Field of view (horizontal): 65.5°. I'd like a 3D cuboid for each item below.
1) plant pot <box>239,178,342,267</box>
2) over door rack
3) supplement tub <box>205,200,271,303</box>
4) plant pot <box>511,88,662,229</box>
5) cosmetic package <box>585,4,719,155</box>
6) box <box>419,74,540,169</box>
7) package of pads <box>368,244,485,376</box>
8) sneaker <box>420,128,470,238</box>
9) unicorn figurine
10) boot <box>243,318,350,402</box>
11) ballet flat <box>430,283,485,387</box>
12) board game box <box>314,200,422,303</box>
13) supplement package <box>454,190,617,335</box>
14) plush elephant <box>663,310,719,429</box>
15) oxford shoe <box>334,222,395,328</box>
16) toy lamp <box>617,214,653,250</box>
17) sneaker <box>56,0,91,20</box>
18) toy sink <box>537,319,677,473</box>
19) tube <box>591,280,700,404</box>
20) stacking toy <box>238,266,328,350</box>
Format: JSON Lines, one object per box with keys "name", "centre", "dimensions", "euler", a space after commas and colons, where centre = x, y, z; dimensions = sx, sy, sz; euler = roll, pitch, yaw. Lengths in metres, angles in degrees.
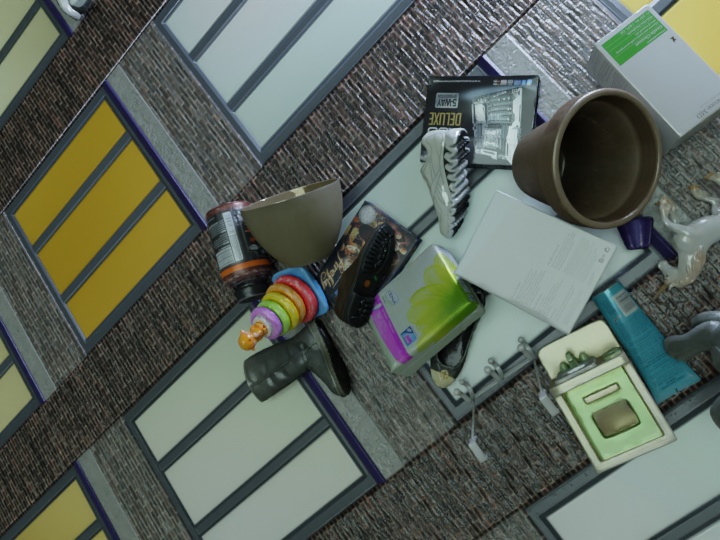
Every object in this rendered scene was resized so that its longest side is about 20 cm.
{"name": "plant pot", "centre": [-0.118, -0.084, 1.083], "dimensions": [0.199, 0.200, 0.135], "euler": [-11, 105, 21]}
{"name": "over door rack", "centre": [0.229, 0.196, 0.919], "dimensions": [0.148, 0.200, 0.067], "euler": [-40, 102, 17]}
{"name": "supplement tub", "centre": [-0.248, -0.036, 1.168], "dimensions": [0.106, 0.107, 0.202], "euler": [-21, 82, 20]}
{"name": "plant pot", "centre": [0.331, -0.171, 0.883], "dimensions": [0.199, 0.174, 0.202], "euler": [-3, 100, -19]}
{"name": "cosmetic package", "centre": [0.470, -0.300, 0.888], "dimensions": [0.107, 0.085, 0.201], "euler": [-37, 75, 5]}
{"name": "box", "centre": [0.215, -0.267, 1.015], "dimensions": [0.198, 0.050, 0.159], "euler": [8, 93, 22]}
{"name": "package of pads", "centre": [0.109, 0.069, 1.007], "dimensions": [0.200, 0.068, 0.155], "euler": [-43, 48, 21]}
{"name": "sneaker", "centre": [0.150, -0.156, 1.004], "dimensions": [0.081, 0.075, 0.202], "euler": [11, 119, 29]}
{"name": "unicorn figurine", "centre": [0.522, -0.061, 0.872], "dimensions": [0.199, 0.074, 0.138], "euler": [-30, 77, 19]}
{"name": "boot", "centre": [-0.133, 0.213, 1.133], "dimensions": [0.199, 0.073, 0.183], "euler": [-33, 63, 11]}
{"name": "ballet flat", "centre": [0.172, 0.119, 1.015], "dimensions": [0.066, 0.057, 0.202], "euler": [18, 96, 4]}
{"name": "board game box", "centre": [0.010, -0.016, 1.099], "dimensions": [0.135, 0.035, 0.201], "euler": [37, 102, 19]}
{"name": "supplement package", "centre": [0.289, -0.014, 0.924], "dimensions": [0.199, 0.150, 0.153], "euler": [29, 100, 20]}
{"name": "plush elephant", "centre": [0.583, 0.113, 0.811], "dimensions": [0.165, 0.154, 0.201], "euler": [-112, 34, -46]}
{"name": "oxford shoe", "centre": [0.000, 0.000, 1.046], "dimensions": [0.084, 0.072, 0.201], "euler": [18, 81, 51]}
{"name": "toy lamp", "centre": [0.440, -0.135, 0.916], "dimensions": [0.058, 0.058, 0.202], "euler": [-10, 85, 21]}
{"name": "sneaker", "centre": [-0.739, -0.730, 1.409], "dimensions": [0.079, 0.074, 0.201], "euler": [-32, 83, 9]}
{"name": "toy sink", "centre": [0.386, 0.195, 0.900], "dimensions": [0.130, 0.112, 0.201], "euler": [-31, 78, 18]}
{"name": "tube", "centre": [0.458, 0.112, 0.911], "dimensions": [0.077, 0.050, 0.201], "euler": [-35, 81, 13]}
{"name": "stacking toy", "centre": [-0.165, 0.090, 1.069], "dimensions": [0.109, 0.200, 0.117], "euler": [-19, 108, 41]}
